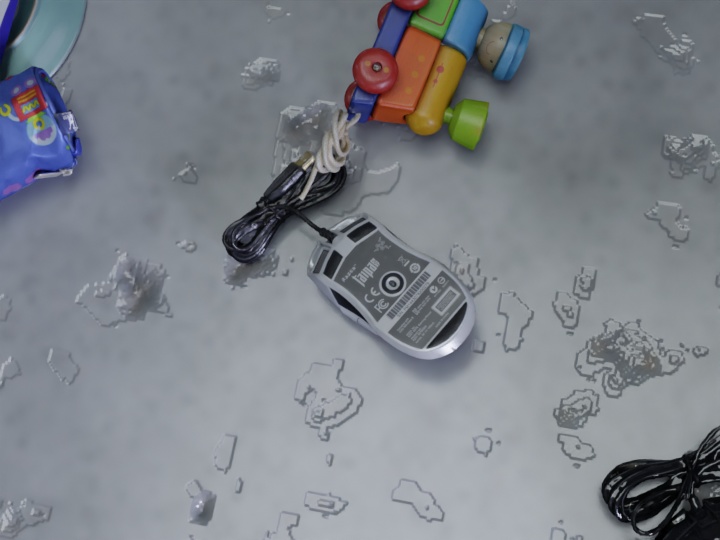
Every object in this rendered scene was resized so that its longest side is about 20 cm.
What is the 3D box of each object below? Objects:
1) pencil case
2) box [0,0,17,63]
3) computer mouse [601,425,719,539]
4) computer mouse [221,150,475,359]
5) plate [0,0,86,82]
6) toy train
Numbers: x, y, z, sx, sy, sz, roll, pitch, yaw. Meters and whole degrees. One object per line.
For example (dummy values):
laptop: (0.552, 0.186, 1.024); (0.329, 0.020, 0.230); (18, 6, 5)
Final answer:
pencil case: (-0.308, -0.078, 1.020); (0.199, 0.078, 0.087); (-29, 90, -2)
box: (-0.373, -0.249, 1.033); (0.199, 0.105, 0.185); (5, 73, 16)
computer mouse: (0.259, 0.209, 0.885); (0.138, 0.053, 0.201); (-20, 62, 0)
computer mouse: (0.000, 0.000, 0.979); (0.200, 0.044, 0.110); (40, 78, 21)
plate: (-0.326, -0.222, 1.090); (0.199, 0.026, 0.202); (-2, 73, 7)
toy train: (0.044, -0.121, 0.992); (0.115, 0.085, 0.201); (22, 78, -1)
